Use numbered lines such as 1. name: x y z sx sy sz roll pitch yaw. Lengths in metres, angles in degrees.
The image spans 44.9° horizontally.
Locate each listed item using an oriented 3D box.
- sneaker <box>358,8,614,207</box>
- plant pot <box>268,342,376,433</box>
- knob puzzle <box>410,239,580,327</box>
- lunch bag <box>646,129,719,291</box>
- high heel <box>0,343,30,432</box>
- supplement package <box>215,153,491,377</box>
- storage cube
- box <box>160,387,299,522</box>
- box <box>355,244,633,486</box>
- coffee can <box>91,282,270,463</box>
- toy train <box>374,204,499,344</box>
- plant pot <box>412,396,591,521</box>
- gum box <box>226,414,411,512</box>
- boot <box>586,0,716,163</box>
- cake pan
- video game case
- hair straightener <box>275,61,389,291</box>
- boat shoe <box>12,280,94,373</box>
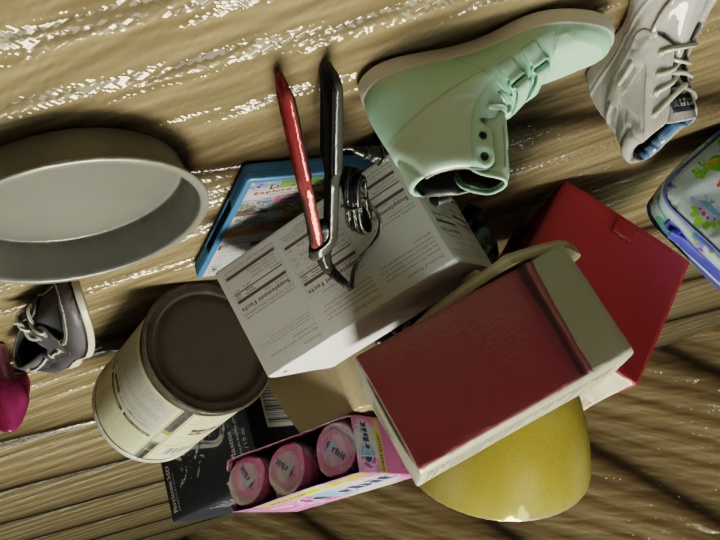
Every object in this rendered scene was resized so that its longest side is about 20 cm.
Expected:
1. sneaker: 0.110 -0.116 0.648 0.200 0.118 0.074 -18 160 -5
2. plant pot: -0.008 0.093 1.047 0.199 0.177 0.200 -5 158 -35
3. knob puzzle: 0.114 0.018 0.805 0.219 0.030 0.220 -27 163 -9
4. lunch bag: 0.436 -0.056 0.978 0.161 0.200 0.082 -41 166 -9
5. high heel: -0.402 0.158 0.979 0.067 0.096 0.200 -12 161 -18
6. supplement package: 0.000 0.000 0.814 0.200 0.111 0.156 -32 167 16
7. storage cube: 0.242 0.042 1.021 0.180 0.200 0.171 -55 180 -28
8. box: -0.178 0.221 1.212 0.196 0.200 0.124 -33 155 36
9. box: 0.108 0.085 0.746 0.200 0.109 0.128 -28 163 -7
10. coffee can: -0.205 0.120 0.982 0.146 0.147 0.200 -5 158 -35
11. toy train: 0.085 0.024 0.950 0.200 0.085 0.114 -56 150 -22
12. plant pot: 0.149 0.141 0.915 0.200 0.200 0.142 -10 116 -25
13. gum box: -0.050 0.229 1.010 0.200 0.066 0.113 -25 154 30
14. boot: 0.244 -0.162 0.677 0.073 0.096 0.200 -15 162 -10
15. cake pan: -0.217 -0.047 0.660 0.200 0.037 0.200 -17 162 -6
16. video game case: -0.068 -0.049 0.830 0.143 0.018 0.200 -8 159 -27
17. hair straightener: -0.011 -0.066 0.664 0.077 0.041 0.200 -17 128 -10
18. boat shoe: -0.299 0.059 0.837 0.063 0.073 0.200 -12 166 -27
